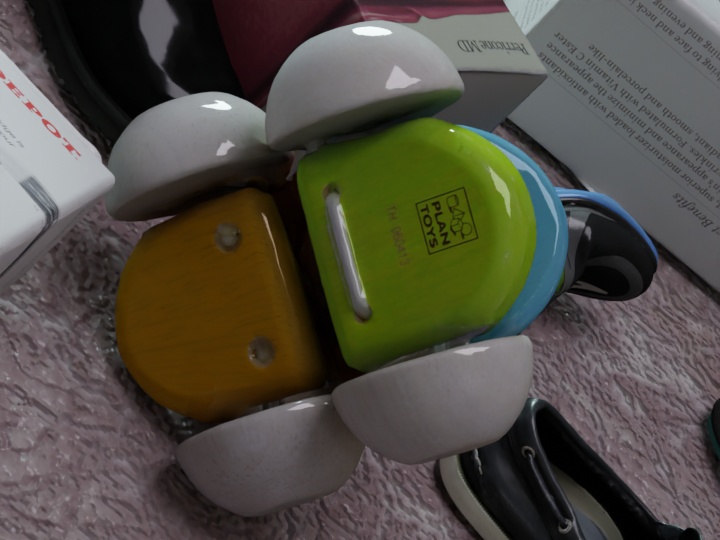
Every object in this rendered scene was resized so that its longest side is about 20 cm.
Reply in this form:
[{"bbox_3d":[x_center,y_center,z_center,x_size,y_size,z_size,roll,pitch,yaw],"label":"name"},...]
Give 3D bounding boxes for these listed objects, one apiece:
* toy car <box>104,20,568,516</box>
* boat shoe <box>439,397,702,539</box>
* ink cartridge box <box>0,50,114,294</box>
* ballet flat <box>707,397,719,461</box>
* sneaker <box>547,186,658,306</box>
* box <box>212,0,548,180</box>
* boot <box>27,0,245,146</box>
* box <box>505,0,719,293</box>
[{"bbox_3d":[0.000,0.000,1.120,0.150,0.199,0.176,-3,75,-56],"label":"toy car"},{"bbox_3d":[0.127,0.136,1.228,0.199,0.066,0.074,48,32,2],"label":"boat shoe"},{"bbox_3d":[-0.194,-0.043,1.001,0.146,0.084,0.200,47,17,0],"label":"ink cartridge box"},{"bbox_3d":[0.248,0.135,1.362,0.068,0.068,0.201,3,52,-45],"label":"ballet flat"},{"bbox_3d":[0.069,0.001,1.316,0.199,0.071,0.083,5,65,-44],"label":"sneaker"},{"bbox_3d":[-0.022,-0.142,1.316,0.128,0.109,0.201,-5,58,-50],"label":"box"},{"bbox_3d":[-0.083,-0.160,1.220,0.079,0.158,0.212,-6,59,-50],"label":"boot"},{"bbox_3d":[0.191,-0.127,1.516,0.199,0.131,0.200,38,34,-12],"label":"box"}]
